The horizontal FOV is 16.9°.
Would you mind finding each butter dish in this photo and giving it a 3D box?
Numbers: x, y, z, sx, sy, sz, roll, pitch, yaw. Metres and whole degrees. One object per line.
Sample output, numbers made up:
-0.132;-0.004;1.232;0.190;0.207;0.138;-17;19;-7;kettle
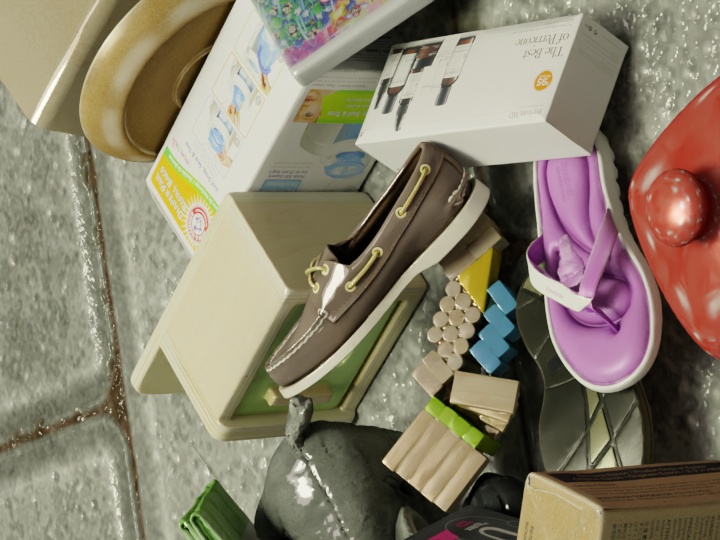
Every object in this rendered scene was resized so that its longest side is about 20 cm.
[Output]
0.225;-0.035;1.388;0.200;0.147;0.200;-49;54;40;butter dish

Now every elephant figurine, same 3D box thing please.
0.009;0.210;1.680;0.142;0.154;0.201;-52;45;37;elephant figurine

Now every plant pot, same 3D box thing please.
-0.116;-0.150;1.791;0.028;0.199;0.201;49;128;27;plant pot
-0.175;-0.225;1.879;0.200;0.199;0.178;52;121;38;plant pot

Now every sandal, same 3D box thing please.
0.154;0.073;1.561;0.080;0.057;0.202;-33;46;28;sandal
0.136;-0.010;1.544;0.082;0.050;0.204;-38;46;31;sandal

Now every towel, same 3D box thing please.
-0.056;0.242;1.717;0.031;0.149;0.200;-40;91;3;towel

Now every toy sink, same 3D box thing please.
-0.062;0.051;1.777;0.112;0.130;0.201;57;131;34;toy sink

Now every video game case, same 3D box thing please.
0.002;-0.250;1.685;0.199;0.024;0.183;-33;59;7;video game case

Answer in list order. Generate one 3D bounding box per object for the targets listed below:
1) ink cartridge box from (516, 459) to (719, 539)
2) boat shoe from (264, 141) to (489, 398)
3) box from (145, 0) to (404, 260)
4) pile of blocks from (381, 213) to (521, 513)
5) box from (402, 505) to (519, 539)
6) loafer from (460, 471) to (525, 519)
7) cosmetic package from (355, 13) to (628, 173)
0.167;0.220;1.453;0.075;0.164;0.201;22;107;51;ink cartridge box
0.000;0.000;1.641;0.200;0.059;0.072;-46;15;12;boat shoe
-0.058;-0.104;1.781;0.102;0.112;0.201;55;130;32;box
0.080;0.066;1.649;0.082;0.062;0.201;12;84;21;pile of blocks
0.075;0.267;1.537;0.105;0.122;0.201;13;104;27;box
0.090;0.235;1.642;0.070;0.068;0.202;-138;50;-68;loafer
0.084;-0.116;1.624;0.199;0.051;0.083;-4;63;52;cosmetic package
